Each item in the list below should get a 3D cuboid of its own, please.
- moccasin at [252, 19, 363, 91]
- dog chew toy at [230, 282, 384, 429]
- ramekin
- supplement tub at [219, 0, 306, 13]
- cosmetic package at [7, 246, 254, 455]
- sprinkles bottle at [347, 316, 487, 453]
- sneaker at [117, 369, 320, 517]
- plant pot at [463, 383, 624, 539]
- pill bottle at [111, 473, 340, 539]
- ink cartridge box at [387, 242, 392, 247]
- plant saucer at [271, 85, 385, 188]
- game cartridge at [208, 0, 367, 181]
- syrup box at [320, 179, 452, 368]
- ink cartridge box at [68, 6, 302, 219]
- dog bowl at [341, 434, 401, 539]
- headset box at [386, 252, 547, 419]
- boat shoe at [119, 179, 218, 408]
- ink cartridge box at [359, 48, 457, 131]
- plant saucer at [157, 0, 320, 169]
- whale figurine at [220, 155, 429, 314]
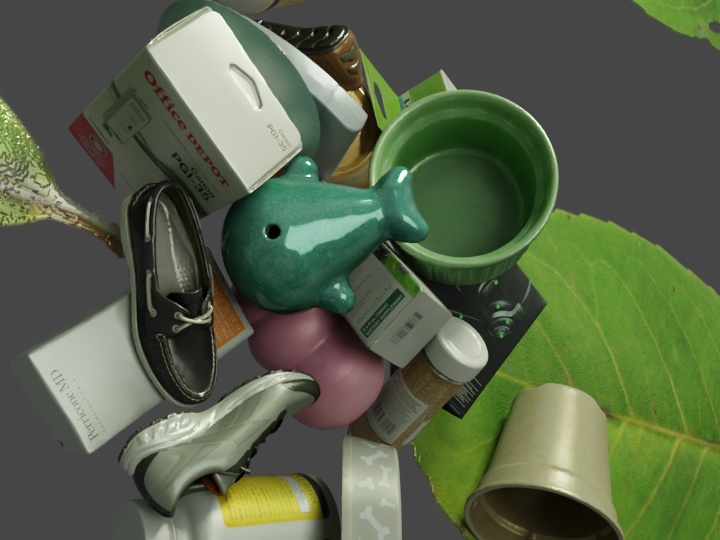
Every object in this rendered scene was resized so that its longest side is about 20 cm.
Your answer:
[{"bbox_3d":[-0.083,-0.224,0.796,0.074,0.198,0.078,-60,145,-33],"label":"moccasin"},{"bbox_3d":[-0.064,0.070,0.790,0.201,0.124,0.125,51,53,-8],"label":"dog chew toy"},{"bbox_3d":[0.109,-0.083,0.802,0.196,0.098,0.204,-2,70,5],"label":"ramekin"},{"bbox_3d":[-0.080,-0.391,0.861,0.199,0.143,0.146,-32,100,-40],"label":"supplement tub"},{"bbox_3d":[-0.208,0.071,0.693,0.199,0.071,0.103,-38,104,-39],"label":"cosmetic package"},{"bbox_3d":[0.058,0.138,0.818,0.067,0.201,0.069,23,36,-19],"label":"sprinkles bottle"},{"bbox_3d":[-0.115,0.155,0.672,0.198,0.074,0.080,-23,67,-36],"label":"sneaker"},{"bbox_3d":[0.252,0.263,0.976,0.201,0.199,0.185,47,43,-22],"label":"plant pot"},{"bbox_3d":[-0.125,0.252,0.694,0.198,0.110,0.114,10,73,-39],"label":"pill bottle"},{"bbox_3d":[0.027,-0.074,0.941,0.199,0.050,0.111,33,61,-29],"label":"ink cartridge box"},{"bbox_3d":[-0.049,-0.169,0.864,0.196,0.035,0.204,7,69,-18],"label":"plant saucer"},{"bbox_3d":[-0.093,-0.182,0.757,0.198,0.133,0.041,34,59,-5],"label":"game cartridge"},{"bbox_3d":[0.000,0.000,0.779,0.079,0.200,0.081,-45,143,6],"label":"syrup box"},{"bbox_3d":[-0.168,-0.126,0.687,0.148,0.199,0.083,55,53,-15],"label":"ink cartridge box"},{"bbox_3d":[0.009,0.271,0.750,0.057,0.200,0.204,0,77,-1],"label":"dog bowl"},{"bbox_3d":[0.112,0.042,0.907,0.174,0.092,0.201,45,77,-27],"label":"headset box"},{"bbox_3d":[-0.161,0.021,0.655,0.073,0.060,0.204,-8,86,-46],"label":"boat shoe"},{"bbox_3d":[0.089,-0.190,0.939,0.200,0.075,0.150,39,32,-47],"label":"ink cartridge box"},{"bbox_3d":[-0.132,-0.167,0.730,0.201,0.200,0.039,47,60,-21],"label":"plant saucer"},{"bbox_3d":[-0.037,-0.038,0.693,0.104,0.196,0.162,47,26,-78],"label":"whale figurine"}]
